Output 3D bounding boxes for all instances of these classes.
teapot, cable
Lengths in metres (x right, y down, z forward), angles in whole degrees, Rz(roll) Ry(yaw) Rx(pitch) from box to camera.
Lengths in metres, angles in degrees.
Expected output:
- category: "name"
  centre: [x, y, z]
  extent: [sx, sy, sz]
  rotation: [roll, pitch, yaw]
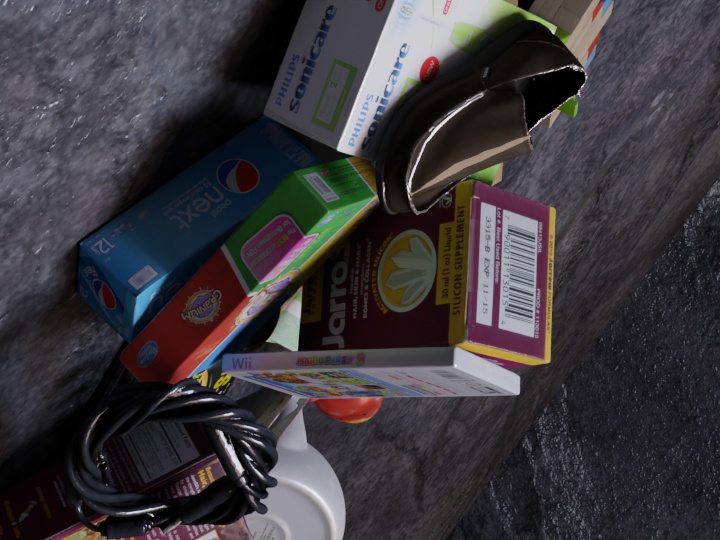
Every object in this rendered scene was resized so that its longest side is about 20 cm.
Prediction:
- category: "teapot"
  centre: [-0.109, 0.250, 1.669]
  extent: [0.199, 0.198, 0.146]
  rotation: [-25, -153, 11]
- category: "cable"
  centre: [-0.140, 0.148, 1.144]
  extent: [0.201, 0.162, 0.051]
  rotation: [108, -14, -49]

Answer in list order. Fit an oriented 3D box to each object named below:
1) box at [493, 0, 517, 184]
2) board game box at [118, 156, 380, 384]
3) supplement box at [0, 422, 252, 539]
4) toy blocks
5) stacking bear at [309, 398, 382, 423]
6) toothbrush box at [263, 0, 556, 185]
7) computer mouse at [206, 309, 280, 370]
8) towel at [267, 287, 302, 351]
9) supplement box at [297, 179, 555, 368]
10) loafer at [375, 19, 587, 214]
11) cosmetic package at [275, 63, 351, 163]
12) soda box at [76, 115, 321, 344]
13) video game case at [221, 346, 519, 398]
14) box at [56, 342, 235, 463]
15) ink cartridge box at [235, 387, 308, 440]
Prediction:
- category: "box"
  centre: [0.104, -0.166, 1.353]
  extent: [0.163, 0.021, 0.202]
  rotation: [-29, 125, -66]
- category: "board game box"
  centre: [-0.076, 0.000, 1.151]
  extent: [0.200, 0.040, 0.153]
  rotation: [-46, 173, 20]
- category: "supplement box"
  centre: [-0.205, 0.212, 1.280]
  extent: [0.199, 0.086, 0.111]
  rotation: [-26, 128, -12]
- category: "toy blocks"
  centre: [0.208, -0.242, 1.545]
  extent: [0.137, 0.099, 0.200]
  rotation: [-57, 165, -17]
- category: "stacking bear"
  centre: [0.000, 0.087, 1.562]
  extent: [0.200, 0.120, 0.115]
  rotation: [-60, 139, -64]
- category: "toothbrush box"
  centre: [0.041, -0.152, 1.148]
  extent: [0.199, 0.086, 0.147]
  rotation: [13, 102, -51]
- category: "computer mouse"
  centre: [-0.134, 0.079, 1.270]
  extent: [0.200, 0.034, 0.059]
  rotation: [-40, 161, -31]
- category: "towel"
  centre: [0.000, 0.000, 1.397]
  extent: [0.200, 0.023, 0.152]
  rotation: [-48, 153, 6]
- category: "supplement box"
  centre: [0.051, 0.013, 1.233]
  extent: [0.103, 0.132, 0.199]
  rotation: [14, 162, -40]
- category: "loafer"
  centre: [0.090, -0.110, 1.102]
  extent: [0.200, 0.071, 0.073]
  rotation: [-44, 140, -21]
- category: "cosmetic package"
  centre: [-0.032, -0.110, 1.256]
  extent: [0.082, 0.051, 0.201]
  rotation: [-41, 161, -29]
- category: "soda box"
  centre: [-0.122, -0.034, 1.167]
  extent: [0.200, 0.064, 0.068]
  rotation: [-38, 160, -32]
- category: "video game case"
  centre: [0.010, 0.083, 1.210]
  extent: [0.143, 0.198, 0.018]
  rotation: [26, 64, -61]
- category: "box"
  centre: [-0.167, 0.096, 1.360]
  extent: [0.201, 0.049, 0.159]
  rotation: [-57, 164, 21]
- category: "ink cartridge box"
  centre: [-0.113, 0.171, 1.450]
  extent: [0.199, 0.050, 0.162]
  rotation: [-22, -162, 36]
